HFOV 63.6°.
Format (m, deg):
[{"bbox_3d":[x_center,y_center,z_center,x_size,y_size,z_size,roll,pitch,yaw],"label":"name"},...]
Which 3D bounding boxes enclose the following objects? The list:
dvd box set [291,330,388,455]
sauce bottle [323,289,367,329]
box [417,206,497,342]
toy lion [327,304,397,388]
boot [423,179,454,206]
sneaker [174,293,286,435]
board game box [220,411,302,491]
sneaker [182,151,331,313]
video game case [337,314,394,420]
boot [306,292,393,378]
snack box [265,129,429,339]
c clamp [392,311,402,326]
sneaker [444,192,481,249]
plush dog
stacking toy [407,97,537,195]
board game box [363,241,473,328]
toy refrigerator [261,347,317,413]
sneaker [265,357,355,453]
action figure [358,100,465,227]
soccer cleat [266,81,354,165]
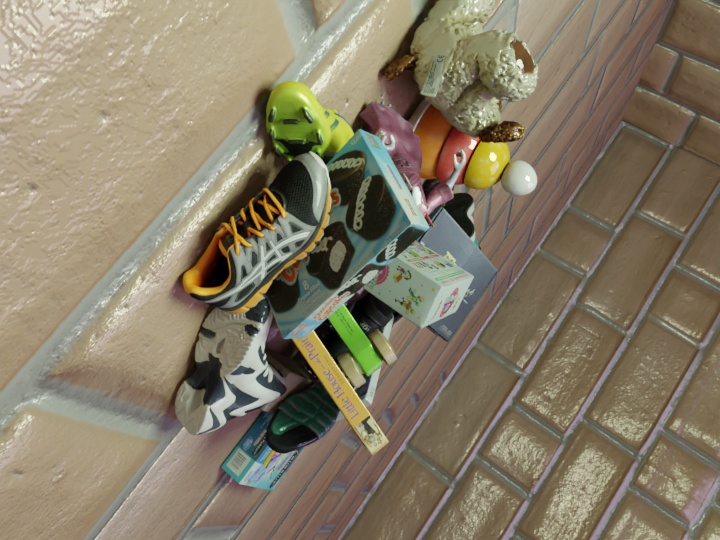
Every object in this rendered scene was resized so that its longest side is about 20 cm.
[{"bbox_3d":[-0.045,0.127,0.740,0.029,0.202,0.146,-34,-172,-9],"label":"dvd box set"},{"bbox_3d":[0.000,0.000,0.911,0.202,0.064,0.065,-57,160,-6],"label":"sauce bottle"},{"bbox_3d":[0.131,0.006,0.987,0.159,0.051,0.200,-53,128,-6],"label":"box"},{"bbox_3d":[-0.032,0.060,0.782,0.068,0.201,0.192,-35,-168,-5],"label":"toy lion"},{"bbox_3d":[0.122,-0.086,1.073,0.175,0.069,0.201,-57,169,-23],"label":"boot"},{"bbox_3d":[-0.132,0.107,0.712,0.129,0.079,0.202,-2,121,-56],"label":"sneaker"},{"bbox_3d":[-0.153,0.314,1.046,0.152,0.047,0.201,-52,159,-14],"label":"board game box"},{"bbox_3d":[-0.102,-0.034,0.582,0.201,0.078,0.077,-52,150,17],"label":"sneaker"},{"bbox_3d":[-0.013,0.169,0.992,0.142,0.018,0.201,-34,-157,34],"label":"video game case"},{"bbox_3d":[-0.017,0.089,0.998,0.168,0.076,0.200,-43,-171,18],"label":"boot"},{"bbox_3d":[-0.032,-0.031,0.602,0.200,0.117,0.037,-42,153,30],"label":"snack box"},{"bbox_3d":[0.097,0.047,1.116,0.200,0.027,0.171,-50,-175,-40],"label":"c clamp"},{"bbox_3d":[0.200,-0.062,1.141,0.201,0.082,0.122,-78,159,-55],"label":"sneaker"},{"bbox_3d":[0.131,-0.238,0.740,0.159,0.202,0.172,-28,146,16],"label":"plush dog"},{"bbox_3d":[0.167,-0.166,0.857,0.146,0.199,0.147,-46,157,-25],"label":"stacking toy"},{"bbox_3d":[0.039,-0.012,0.785,0.147,0.199,0.065,-9,128,-63],"label":"board game box"},{"bbox_3d":[-0.120,0.172,0.872,0.070,0.075,0.200,-53,161,-7],"label":"toy refrigerator"},{"bbox_3d":[-0.067,0.212,0.844,0.199,0.074,0.088,-34,156,-49],"label":"sneaker"},{"bbox_3d":[0.037,-0.108,0.694,0.132,0.202,0.149,17,131,-26],"label":"action figure"},{"bbox_3d":[-0.046,-0.147,0.619,0.200,0.064,0.085,49,46,-65],"label":"soccer cleat"}]
